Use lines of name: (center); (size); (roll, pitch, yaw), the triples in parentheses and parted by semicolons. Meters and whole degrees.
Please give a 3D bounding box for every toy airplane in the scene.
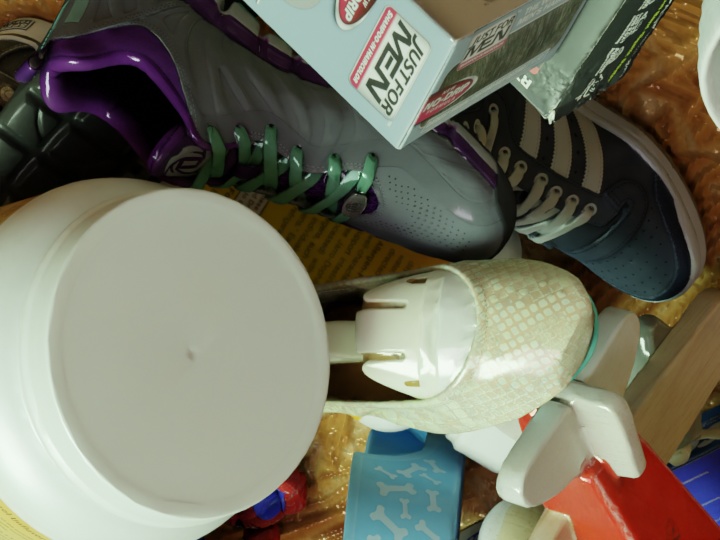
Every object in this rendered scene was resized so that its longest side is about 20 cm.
toy airplane: (0.094, 0.108, 1.223); (0.141, 0.199, 0.201); (-5, 87, 50)

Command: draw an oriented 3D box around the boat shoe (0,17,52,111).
boat shoe: (-0.116, -0.023, 1.370); (0.071, 0.064, 0.200); (-30, 108, 40)

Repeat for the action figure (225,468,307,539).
action figure: (-0.067, 0.087, 1.418); (0.065, 0.052, 0.200); (3, 150, 15)

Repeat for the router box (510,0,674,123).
router box: (0.053, -0.180, 1.121); (0.200, 0.062, 0.150); (46, 135, 13)

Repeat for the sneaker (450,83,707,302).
sneaker: (0.060, -0.042, 1.233); (0.070, 0.109, 0.200); (-32, 106, 39)

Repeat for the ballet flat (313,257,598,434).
ballet flat: (0.006, 0.032, 1.167); (0.062, 0.068, 0.199); (9, 167, -41)

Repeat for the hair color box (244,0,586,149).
hair color box: (-0.015, -0.146, 1.084); (0.200, 0.099, 0.061); (44, 135, 15)

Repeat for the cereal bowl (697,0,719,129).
cereal bowl: (0.225, -0.106, 1.095); (0.198, 0.084, 0.200); (4, 153, 2)

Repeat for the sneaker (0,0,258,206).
sneaker: (-0.091, -0.100, 1.238); (0.075, 0.079, 0.200); (37, 102, -30)

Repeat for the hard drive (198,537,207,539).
hard drive: (-0.134, 0.104, 1.439); (0.200, 0.025, 0.132); (40, 176, -15)

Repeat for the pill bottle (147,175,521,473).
pill bottle: (0.000, 0.000, 1.297); (0.199, 0.113, 0.113); (33, 133, -1)

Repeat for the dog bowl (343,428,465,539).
dog bowl: (0.020, 0.122, 1.336); (0.049, 0.200, 0.112); (4, 108, 2)

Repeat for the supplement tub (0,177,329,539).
supplement tub: (-0.116, 0.042, 1.155); (0.145, 0.145, 0.200); (52, 150, -17)

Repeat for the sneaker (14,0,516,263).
sneaker: (-0.038, -0.044, 1.147); (0.199, 0.088, 0.075); (30, 135, 2)

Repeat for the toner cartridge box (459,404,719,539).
toner cartridge box: (0.133, 0.136, 1.383); (0.200, 0.043, 0.095); (-30, 107, 40)
